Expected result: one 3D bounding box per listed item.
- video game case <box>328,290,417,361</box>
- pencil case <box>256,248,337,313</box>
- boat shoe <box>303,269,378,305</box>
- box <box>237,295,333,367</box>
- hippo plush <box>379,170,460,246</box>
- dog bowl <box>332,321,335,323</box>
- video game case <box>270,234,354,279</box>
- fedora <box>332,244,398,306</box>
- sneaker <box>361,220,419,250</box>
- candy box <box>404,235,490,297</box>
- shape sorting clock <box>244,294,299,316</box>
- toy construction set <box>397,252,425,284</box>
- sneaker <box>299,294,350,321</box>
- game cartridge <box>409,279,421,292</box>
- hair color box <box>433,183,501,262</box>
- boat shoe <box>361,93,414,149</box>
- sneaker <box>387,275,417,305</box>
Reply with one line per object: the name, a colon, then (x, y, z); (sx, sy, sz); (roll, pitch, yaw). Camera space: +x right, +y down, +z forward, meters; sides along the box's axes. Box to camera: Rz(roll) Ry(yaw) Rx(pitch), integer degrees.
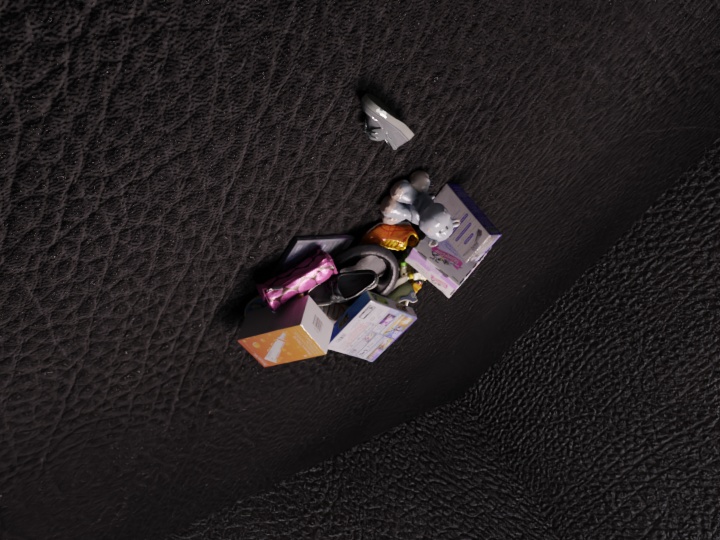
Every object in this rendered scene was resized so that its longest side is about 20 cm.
video game case: (0.024, 0.156, 1.675); (0.181, 0.046, 0.200); (23, 121, -38)
pencil case: (-0.154, 0.020, 1.510); (0.199, 0.091, 0.094); (-32, 159, -12)
boat shoe: (-0.048, 0.042, 1.551); (0.198, 0.075, 0.066); (-10, 178, -5)
box: (-0.189, 0.157, 1.557); (0.199, 0.098, 0.125); (-16, 130, 28)
hippo plush: (0.152, -0.133, 1.566); (0.159, 0.161, 0.200); (-35, 156, 2)
dog bowl: (-0.020, 0.123, 1.775); (0.200, 0.199, 0.079); (-56, -170, 39)
video game case: (-0.121, -0.035, 1.575); (0.199, 0.019, 0.143); (-5, 142, -46)
fedora: (0.000, 0.000, 1.643); (0.199, 0.092, 0.202); (-4, 118, -7)
sneaker: (0.087, -0.091, 1.666); (0.199, 0.077, 0.073); (-10, 148, -40)
candy box: (0.252, -0.048, 1.759); (0.200, 0.168, 0.072); (-45, 172, -35)
shape sorting clock: (-0.208, 0.122, 1.627); (0.199, 0.039, 0.201); (1, 138, 1)
toy construction set: (0.188, -0.015, 1.837); (0.199, 0.131, 0.093); (-20, 113, 1)
sneaker: (-0.112, 0.096, 1.689); (0.199, 0.079, 0.077); (19, 155, -6)
game cartridge: (0.136, 0.068, 1.947); (0.176, 0.032, 0.200); (-46, -172, 23)
hair color box: (0.278, -0.132, 1.679); (0.065, 0.200, 0.109); (-5, 143, -46)
boat shoe: (0.045, -0.293, 1.252); (0.072, 0.070, 0.201); (-45, 156, 14)
sneaker: (0.093, 0.099, 1.819); (0.067, 0.090, 0.200); (-23, 166, -45)
